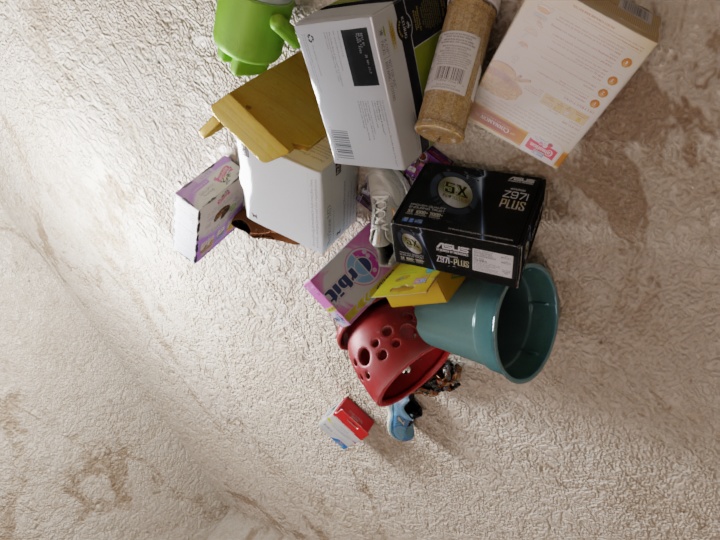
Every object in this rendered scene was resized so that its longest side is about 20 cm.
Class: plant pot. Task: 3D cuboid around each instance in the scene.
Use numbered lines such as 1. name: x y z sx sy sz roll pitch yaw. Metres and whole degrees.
1. plant pot: 0.215 0.079 0.988 0.195 0.200 0.201 8 132 48
2. plant pot: 0.065 0.152 1.163 0.183 0.200 0.201 52 149 28

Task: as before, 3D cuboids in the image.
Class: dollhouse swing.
1. dollhouse swing: -0.149 -0.256 0.962 0.182 0.200 0.176 44 142 -3

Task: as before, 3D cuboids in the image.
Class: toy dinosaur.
1. toy dinosaur: 0.152 0.257 1.289 0.135 0.102 0.200 29 122 -10

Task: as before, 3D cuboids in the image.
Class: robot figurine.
1. robot figurine: -0.169 -0.415 0.885 0.176 0.115 0.201 50 136 24

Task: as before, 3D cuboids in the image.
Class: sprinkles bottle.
1. sprinkles bottle: 0.126 -0.269 0.717 0.068 0.201 0.068 15 179 0

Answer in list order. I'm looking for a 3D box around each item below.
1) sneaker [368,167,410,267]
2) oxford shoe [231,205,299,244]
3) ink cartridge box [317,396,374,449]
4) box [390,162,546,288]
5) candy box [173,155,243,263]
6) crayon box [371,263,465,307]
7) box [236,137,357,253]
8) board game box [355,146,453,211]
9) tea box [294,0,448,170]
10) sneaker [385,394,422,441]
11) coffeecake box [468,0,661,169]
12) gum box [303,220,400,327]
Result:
1. sneaker: 0.049 -0.092 0.993 0.075 0.092 0.201 8 131 34
2. oxford shoe: -0.215 -0.092 1.290 0.199 0.071 0.072 18 135 26
3. ink cartridge box: -0.038 0.456 1.664 0.116 0.067 0.200 42 143 0
4. box: 0.169 -0.077 0.863 0.199 0.164 0.086 13 139 23
5. candy box: -0.348 -0.139 1.280 0.071 0.168 0.200 34 142 7
6. crayon box: 0.123 0.002 0.970 0.126 0.200 0.051 -8 118 46
7. box: -0.118 -0.174 1.073 0.199 0.131 0.200 26 140 20
8. board game box: 0.073 -0.160 1.004 0.120 0.032 0.200 35 142 3
9. tea box: 0.042 -0.278 0.773 0.133 0.197 0.201 14 134 37
10. sneaker: 0.118 0.382 1.447 0.089 0.078 0.201 11 133 30
11. coffeecake box: 0.245 -0.253 0.705 0.153 0.073 0.200 30 141 2
12. gum box: 0.000 0.000 1.088 0.114 0.200 0.066 47 160 -5
